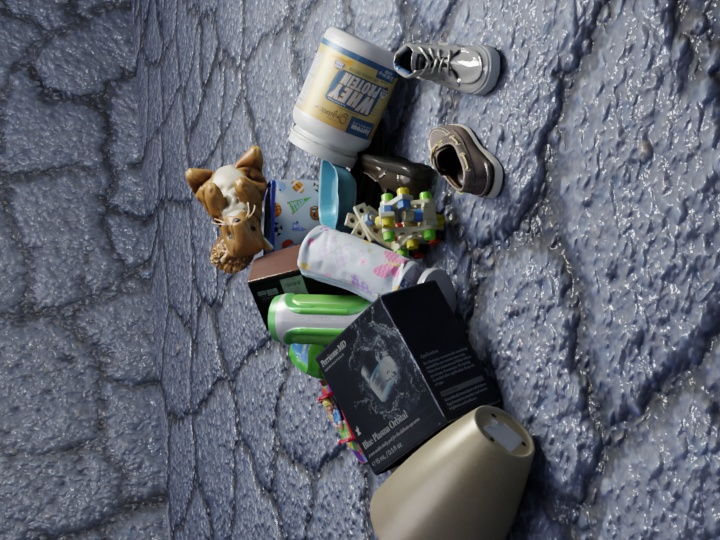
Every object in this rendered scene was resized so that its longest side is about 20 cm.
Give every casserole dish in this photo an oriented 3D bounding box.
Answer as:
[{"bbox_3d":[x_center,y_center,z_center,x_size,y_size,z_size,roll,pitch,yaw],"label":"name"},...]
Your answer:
[{"bbox_3d":[-0.039,-0.122,1.827,0.200,0.038,0.123,-127,39,-70],"label":"casserole dish"}]

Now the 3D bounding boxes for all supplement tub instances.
[{"bbox_3d":[-0.027,-0.288,1.808,0.202,0.143,0.145,-66,28,12],"label":"supplement tub"}]

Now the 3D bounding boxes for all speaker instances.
[{"bbox_3d":[-0.044,0.079,1.729,0.088,0.198,0.090,1,-90,-70],"label":"speaker"}]

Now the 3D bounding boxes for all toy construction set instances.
[{"bbox_3d":[0.055,-0.067,1.668,0.200,0.130,0.093,168,103,-67],"label":"toy construction set"}]

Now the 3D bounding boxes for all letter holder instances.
[{"bbox_3d":[-0.076,0.000,1.837,0.143,0.198,0.101,-85,-21,-57],"label":"letter holder"}]

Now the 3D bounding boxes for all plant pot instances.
[{"bbox_3d":[0.140,0.283,1.424,0.201,0.186,0.188,-58,35,27],"label":"plant pot"}]

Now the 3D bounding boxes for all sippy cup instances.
[{"bbox_3d":[-0.049,0.104,1.906,0.178,0.138,0.132,-122,39,-52],"label":"sippy cup"}]

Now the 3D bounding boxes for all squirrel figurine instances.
[{"bbox_3d":[-0.212,-0.081,1.910,0.201,0.140,0.188,88,163,-50],"label":"squirrel figurine"}]

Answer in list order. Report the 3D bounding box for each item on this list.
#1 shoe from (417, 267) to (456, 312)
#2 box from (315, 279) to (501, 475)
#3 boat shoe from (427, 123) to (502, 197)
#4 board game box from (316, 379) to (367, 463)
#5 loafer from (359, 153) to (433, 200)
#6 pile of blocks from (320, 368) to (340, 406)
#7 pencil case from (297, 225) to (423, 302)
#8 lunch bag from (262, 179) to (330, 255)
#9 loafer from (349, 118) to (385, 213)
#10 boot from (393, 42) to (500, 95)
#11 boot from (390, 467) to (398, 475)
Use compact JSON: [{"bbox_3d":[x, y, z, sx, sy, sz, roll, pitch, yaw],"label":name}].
[{"bbox_3d":[0.092,0.092,1.646,0.091,0.071,0.203,17,109,61],"label":"shoe"},{"bbox_3d":[0.063,0.154,1.547,0.197,0.117,0.201,-45,67,45],"label":"box"},{"bbox_3d":[0.137,-0.163,1.564,0.200,0.059,0.073,-124,40,-55],"label":"boat shoe"},{"bbox_3d":[-0.043,0.258,1.940,0.200,0.039,0.159,47,147,46],"label":"board game box"},{"bbox_3d":[0.050,-0.147,1.757,0.200,0.072,0.072,-150,64,-65],"label":"loafer"},{"bbox_3d":[0.002,0.190,1.704,0.200,0.062,0.083,52,-156,-54],"label":"pile of blocks"},{"bbox_3d":[0.000,0.000,1.674,0.199,0.083,0.091,24,83,27],"label":"pencil case"},{"bbox_3d":[-0.094,-0.058,1.973,0.124,0.168,0.203,159,110,-78],"label":"lunch bag"},{"bbox_3d":[0.003,-0.179,1.886,0.072,0.062,0.203,-163,75,-68],"label":"loafer"},{"bbox_3d":[0.118,-0.294,1.567,0.200,0.095,0.074,-159,71,-66],"label":"boot"},{"bbox_3d":[0.061,0.335,1.721,0.200,0.068,0.176,165,105,-65],"label":"boot"}]
